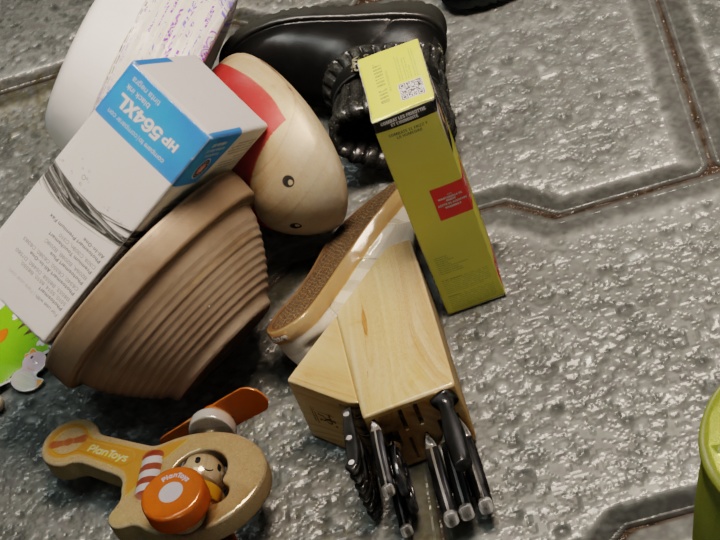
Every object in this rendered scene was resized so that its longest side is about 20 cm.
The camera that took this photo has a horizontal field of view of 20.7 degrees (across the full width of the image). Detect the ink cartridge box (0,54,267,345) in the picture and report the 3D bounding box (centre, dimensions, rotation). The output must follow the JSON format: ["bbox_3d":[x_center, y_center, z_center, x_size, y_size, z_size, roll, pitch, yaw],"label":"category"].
[{"bbox_3d":[-0.176,-0.055,1.445,0.084,0.146,0.200,43,104,4],"label":"ink cartridge box"}]

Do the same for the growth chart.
[{"bbox_3d":[-0.268,0.024,1.611,0.144,0.018,0.200,22,60,36],"label":"growth chart"}]

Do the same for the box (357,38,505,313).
[{"bbox_3d":[0.052,-0.065,1.427,0.050,0.201,0.076,-18,42,5],"label":"box"}]

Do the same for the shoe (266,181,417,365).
[{"bbox_3d":[0.000,0.000,1.503,0.070,0.053,0.200,-22,25,53],"label":"shoe"}]

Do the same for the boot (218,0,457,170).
[{"bbox_3d":[-0.023,-0.145,1.627,0.209,0.080,0.159,-10,44,13],"label":"boot"}]

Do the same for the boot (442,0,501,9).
[{"bbox_3d":[0.137,-0.330,1.680,0.197,0.163,0.074,-25,41,-2],"label":"boot"}]

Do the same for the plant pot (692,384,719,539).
[{"bbox_3d":[0.273,0.147,1.131,0.198,0.194,0.202,-12,44,11],"label":"plant pot"}]

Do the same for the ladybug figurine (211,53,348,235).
[{"bbox_3d":[-0.080,-0.095,1.557,0.071,0.137,0.200,-25,37,-18],"label":"ladybug figurine"}]

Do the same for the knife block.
[{"bbox_3d":[0.048,0.085,1.383,0.174,0.064,0.200,16,55,34],"label":"knife block"}]

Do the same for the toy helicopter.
[{"bbox_3d":[-0.145,0.135,1.408,0.199,0.079,0.133,11,52,36],"label":"toy helicopter"}]

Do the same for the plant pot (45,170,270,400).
[{"bbox_3d":[-0.133,0.030,1.463,0.093,0.201,0.201,44,68,3],"label":"plant pot"}]

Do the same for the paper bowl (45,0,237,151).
[{"bbox_3d":[-0.185,-0.154,1.605,0.104,0.201,0.202,24,52,-4],"label":"paper bowl"}]
